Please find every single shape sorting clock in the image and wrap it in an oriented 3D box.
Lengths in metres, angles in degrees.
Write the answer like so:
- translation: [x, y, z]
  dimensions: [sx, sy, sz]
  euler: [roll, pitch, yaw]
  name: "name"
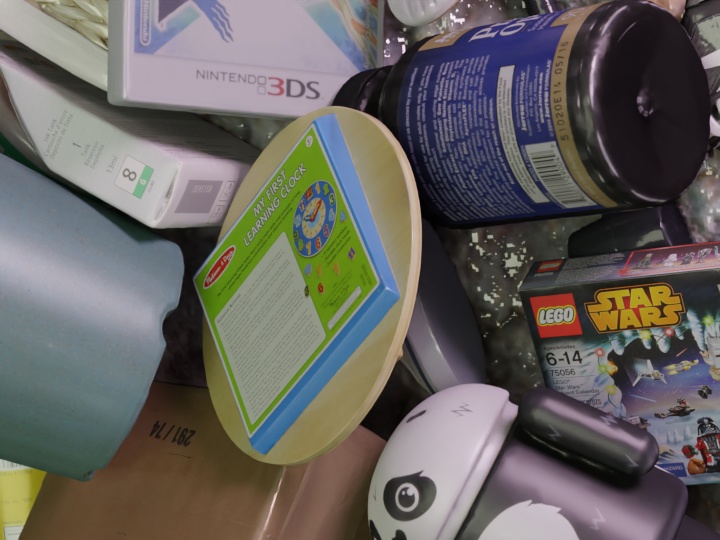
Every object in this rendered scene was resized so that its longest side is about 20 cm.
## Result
- translation: [-0.028, 0.008, 1.304]
  dimensions: [0.200, 0.039, 0.200]
  euler: [-16, 70, 50]
  name: "shape sorting clock"

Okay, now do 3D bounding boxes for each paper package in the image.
- translation: [-0.096, 0.165, 1.382]
  dimensions: [0.200, 0.103, 0.191]
  euler: [1, 60, 43]
  name: "paper package"

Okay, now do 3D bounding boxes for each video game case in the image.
- translation: [-0.060, -0.186, 1.329]
  dimensions: [0.022, 0.182, 0.200]
  euler: [-2, 87, 51]
  name: "video game case"

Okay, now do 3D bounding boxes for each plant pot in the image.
- translation: [-0.217, 0.018, 1.343]
  dimensions: [0.196, 0.200, 0.200]
  euler: [22, 110, -16]
  name: "plant pot"

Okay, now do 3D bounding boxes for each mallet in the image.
- translation: [0.119, -0.083, 1.361]
  dimensions: [0.066, 0.041, 0.200]
  euler: [-30, 81, 27]
  name: "mallet"

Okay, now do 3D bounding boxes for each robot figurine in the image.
- translation: [0.101, 0.145, 1.310]
  dimensions: [0.200, 0.125, 0.150]
  euler: [27, 88, 4]
  name: "robot figurine"

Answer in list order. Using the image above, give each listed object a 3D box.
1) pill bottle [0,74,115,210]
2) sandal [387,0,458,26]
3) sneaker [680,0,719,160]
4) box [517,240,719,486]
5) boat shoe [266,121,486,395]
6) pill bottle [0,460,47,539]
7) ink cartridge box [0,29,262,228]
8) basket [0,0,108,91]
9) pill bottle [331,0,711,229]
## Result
- translation: [-0.239, -0.022, 1.483]
  dimensions: [0.113, 0.113, 0.200]
  euler: [46, 113, 11]
  name: "pill bottle"
- translation: [0.094, -0.218, 1.333]
  dimensions: [0.207, 0.059, 0.079]
  euler: [-51, 45, 11]
  name: "sandal"
- translation: [0.222, -0.139, 1.286]
  dimensions: [0.200, 0.066, 0.091]
  euler: [-37, 85, 26]
  name: "sneaker"
- translation: [0.200, 0.052, 1.320]
  dimensions: [0.200, 0.040, 0.137]
  euler: [-7, 114, 25]
  name: "box"
- translation: [-0.002, 0.000, 1.404]
  dimensions: [0.086, 0.075, 0.202]
  euler: [-31, 82, 25]
  name: "boat shoe"
- translation: [-0.201, 0.169, 1.498]
  dimensions: [0.112, 0.112, 0.200]
  euler: [-2, 97, 24]
  name: "pill bottle"
- translation: [-0.160, -0.088, 1.411]
  dimensions: [0.200, 0.161, 0.050]
  euler: [27, 101, 17]
  name: "ink cartridge box"
- translation: [-0.164, -0.200, 1.413]
  dimensions: [0.200, 0.136, 0.123]
  euler: [33, 106, 16]
  name: "basket"
- translation: [0.081, -0.080, 1.298]
  dimensions: [0.200, 0.112, 0.112]
  euler: [-5, 96, 43]
  name: "pill bottle"
